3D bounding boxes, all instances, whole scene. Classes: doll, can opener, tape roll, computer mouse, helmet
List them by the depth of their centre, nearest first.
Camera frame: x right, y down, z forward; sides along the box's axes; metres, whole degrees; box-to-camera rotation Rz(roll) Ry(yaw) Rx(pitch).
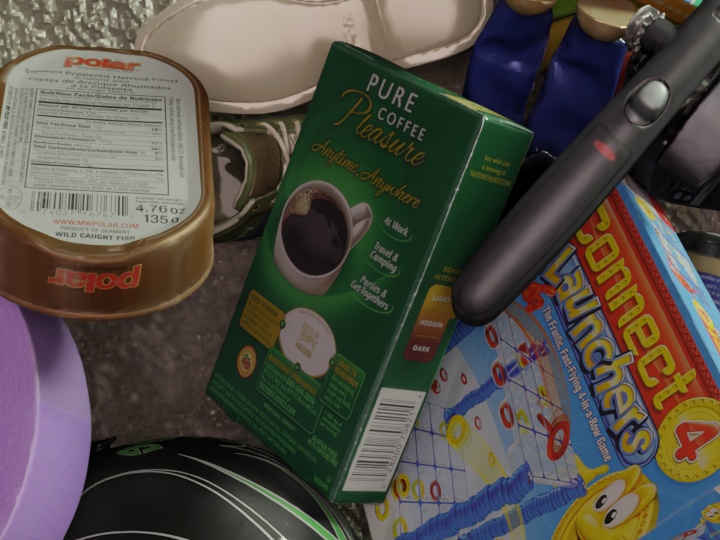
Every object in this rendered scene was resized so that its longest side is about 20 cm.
[{"bbox_3d":[0.114,-0.050,0.656,0.200,0.063,0.079,-43,73,-7],"label":"can opener"},{"bbox_3d":[-0.227,0.076,0.656,0.197,0.066,0.203,-3,74,11],"label":"tape roll"},{"bbox_3d":[-0.079,0.187,0.718,0.188,0.200,0.203,6,87,6],"label":"helmet"},{"bbox_3d":[0.072,-0.059,0.752,0.135,0.049,0.202,20,124,3],"label":"doll"},{"bbox_3d":[0.213,-0.056,0.759,0.059,0.198,0.034,-52,46,31],"label":"computer mouse"}]

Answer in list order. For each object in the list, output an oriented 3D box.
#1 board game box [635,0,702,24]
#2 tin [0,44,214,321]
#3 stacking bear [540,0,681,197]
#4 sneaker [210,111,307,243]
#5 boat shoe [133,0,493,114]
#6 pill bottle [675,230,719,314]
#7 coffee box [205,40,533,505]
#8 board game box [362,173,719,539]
[{"bbox_3d":[0.149,-0.180,0.710,0.198,0.030,0.097,17,75,-29],"label":"board game box"},{"bbox_3d":[-0.123,-0.050,0.672,0.110,0.201,0.042,6,123,-13],"label":"tin"},{"bbox_3d":[0.131,-0.138,0.776,0.112,0.121,0.203,-15,97,4],"label":"stacking bear"},{"bbox_3d":[-0.047,-0.051,0.775,0.197,0.090,0.068,-12,86,-1],"label":"sneaker"},{"bbox_3d":[-0.026,-0.133,0.795,0.197,0.060,0.073,-13,100,0],"label":"boat shoe"},{"bbox_3d":[0.168,0.092,0.741,0.111,0.112,0.202,25,76,1],"label":"pill bottle"},{"bbox_3d":[0.000,0.000,0.713,0.044,0.122,0.203,10,104,-43],"label":"coffee box"},{"bbox_3d":[0.090,0.077,0.696,0.195,0.201,0.056,-39,132,20],"label":"board game box"}]
